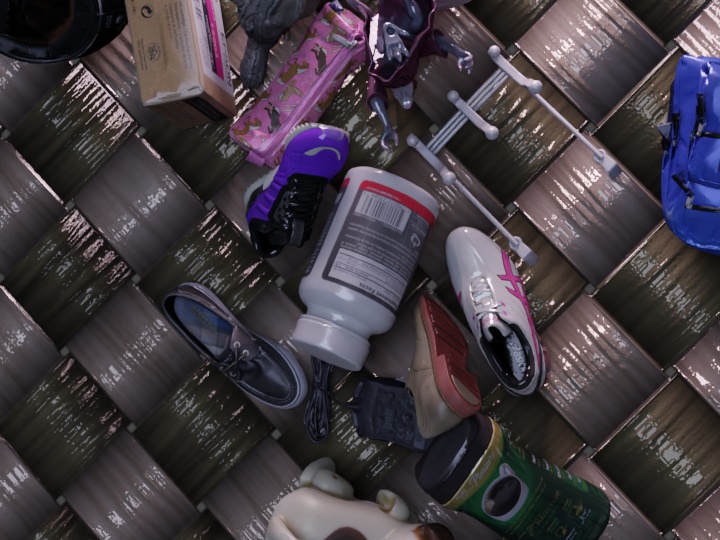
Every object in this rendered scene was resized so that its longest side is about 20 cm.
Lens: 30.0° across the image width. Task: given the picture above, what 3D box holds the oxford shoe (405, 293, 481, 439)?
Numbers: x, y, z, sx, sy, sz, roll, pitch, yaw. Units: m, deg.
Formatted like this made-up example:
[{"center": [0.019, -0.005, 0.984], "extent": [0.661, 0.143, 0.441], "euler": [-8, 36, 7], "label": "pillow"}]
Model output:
[{"center": [0.072, 0.098, 1.437], "extent": [0.075, 0.201, 0.070], "euler": [-41, 115, 19], "label": "oxford shoe"}]

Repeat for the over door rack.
[{"center": [0.166, -0.128, 1.468], "extent": [0.148, 0.067, 0.200], "euler": [-46, 80, 7], "label": "over door rack"}]

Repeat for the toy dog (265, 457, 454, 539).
[{"center": [0.011, 0.293, 1.436], "extent": [0.199, 0.194, 0.140], "euler": [20, 80, 18], "label": "toy dog"}]

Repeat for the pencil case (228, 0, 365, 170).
[{"center": [-0.063, -0.204, 1.513], "extent": [0.083, 0.086, 0.200], "euler": [42, 98, 20], "label": "pencil case"}]

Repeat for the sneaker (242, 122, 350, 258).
[{"center": [-0.067, -0.077, 1.463], "extent": [0.069, 0.200, 0.100], "euler": [12, 58, -24], "label": "sneaker"}]

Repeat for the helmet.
[{"center": [-0.350, -0.338, 1.526], "extent": [0.198, 0.191, 0.201], "euler": [1, 123, 2], "label": "helmet"}]

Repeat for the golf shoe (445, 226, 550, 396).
[{"center": [0.149, 0.040, 1.462], "extent": [0.072, 0.092, 0.201], "euler": [-28, 82, 11], "label": "golf shoe"}]

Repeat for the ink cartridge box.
[{"center": [-0.204, -0.273, 1.505], "extent": [0.074, 0.165, 0.202], "euler": [-11, 87, 8], "label": "ink cartridge box"}]

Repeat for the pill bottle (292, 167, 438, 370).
[{"center": [0.000, 0.000, 1.454], "extent": [0.110, 0.111, 0.201], "euler": [21, 78, 11], "label": "pill bottle"}]

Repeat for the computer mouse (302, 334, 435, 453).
[{"center": [0.033, 0.128, 1.508], "extent": [0.198, 0.046, 0.142], "euler": [2, 93, 23], "label": "computer mouse"}]

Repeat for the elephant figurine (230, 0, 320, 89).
[{"center": [-0.091, -0.317, 1.488], "extent": [0.141, 0.155, 0.201], "euler": [15, 77, 46], "label": "elephant figurine"}]

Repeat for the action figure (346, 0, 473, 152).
[{"center": [0.030, -0.230, 1.441], "extent": [0.134, 0.200, 0.149], "euler": [-42, 80, -7], "label": "action figure"}]

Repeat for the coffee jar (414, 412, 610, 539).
[{"center": [0.159, 0.233, 1.426], "extent": [0.199, 0.085, 0.105], "euler": [34, 99, -11], "label": "coffee jar"}]

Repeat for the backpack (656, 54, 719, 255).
[{"center": [0.383, -0.115, 1.384], "extent": [0.161, 0.168, 0.202], "euler": [8, 95, 17], "label": "backpack"}]

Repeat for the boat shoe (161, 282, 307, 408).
[{"center": [-0.148, 0.086, 1.525], "extent": [0.200, 0.066, 0.070], "euler": [44, 107, 12], "label": "boat shoe"}]

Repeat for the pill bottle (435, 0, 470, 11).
[{"center": [0.067, -0.395, 1.482], "extent": [0.110, 0.111, 0.202], "euler": [-7, 87, 11], "label": "pill bottle"}]
